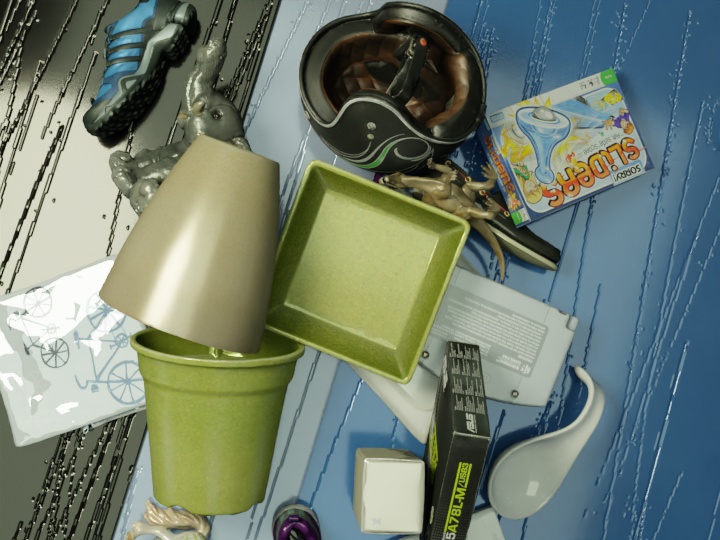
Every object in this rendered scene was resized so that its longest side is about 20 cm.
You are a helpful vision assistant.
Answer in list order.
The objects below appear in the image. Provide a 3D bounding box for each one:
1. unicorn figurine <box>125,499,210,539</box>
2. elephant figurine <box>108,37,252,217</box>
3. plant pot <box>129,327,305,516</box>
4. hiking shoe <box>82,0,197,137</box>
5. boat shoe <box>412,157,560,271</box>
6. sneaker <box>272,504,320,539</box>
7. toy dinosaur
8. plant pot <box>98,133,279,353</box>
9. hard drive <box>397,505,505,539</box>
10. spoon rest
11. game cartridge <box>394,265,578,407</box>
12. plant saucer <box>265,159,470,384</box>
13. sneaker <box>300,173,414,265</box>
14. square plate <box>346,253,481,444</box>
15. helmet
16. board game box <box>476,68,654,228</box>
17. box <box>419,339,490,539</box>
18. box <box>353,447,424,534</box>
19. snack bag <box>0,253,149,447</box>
[{"bbox_3d":[-0.213,0.375,1.432,0.136,0.074,0.203,9,80,-13],"label":"unicorn figurine"},{"bbox_3d":[-0.181,-0.137,1.431,0.199,0.155,0.142,-39,67,4],"label":"elephant figurine"},{"bbox_3d":[-0.167,0.171,1.403,0.198,0.200,0.187,4,97,-3],"label":"plant pot"},{"bbox_3d":[-0.279,-0.250,1.476,0.086,0.074,0.201,32,76,7],"label":"hiking shoe"},{"bbox_3d":[0.161,-0.068,1.479,0.200,0.074,0.063,32,83,-3],"label":"boat shoe"},{"bbox_3d":[-0.063,0.377,1.428,0.074,0.088,0.202,-17,87,-4],"label":"sneaker"},{"bbox_3d":[0.119,-0.076,1.413,0.199,0.101,0.059,34,56,-18],"label":"toy dinosaur"},{"bbox_3d":[-0.162,-0.037,1.334,0.185,0.187,0.202,21,94,-2],"label":"plant pot"},{"bbox_3d":[0.087,0.379,1.474,0.198,0.027,0.133,-19,88,-5],"label":"hard drive"},{"bbox_3d":[0.225,0.209,1.467,0.099,0.060,0.201,41,83,-30],"label":"spoon rest"},{"bbox_3d":[0.146,0.079,1.463,0.198,0.040,0.135,24,82,-1],"label":"game cartridge"},{"bbox_3d":[0.000,0.000,1.411,0.198,0.048,0.202,22,96,0],"label":"plant saucer"},{"bbox_3d":[-0.027,-0.049,1.486,0.199,0.075,0.088,-30,55,3],"label":"sneaker"},{"bbox_3d":[0.078,0.070,1.491,0.198,0.028,0.200,-44,90,-4],"label":"square plate"},{"bbox_3d":[0.030,-0.206,1.424,0.198,0.190,0.203,3,85,-36],"label":"helmet"},{"bbox_3d":[0.246,-0.149,1.475,0.198,0.034,0.137,-23,89,-25],"label":"board game box"},{"bbox_3d":[0.101,0.210,1.366,0.047,0.201,0.195,7,116,-1],"label":"box"},{"bbox_3d":[0.030,0.246,1.391,0.067,0.200,0.083,3,86,-3],"label":"box"},{"bbox_3d":[-0.346,0.100,1.470,0.198,0.021,0.191,-19,87,-4],"label":"snack bag"}]
